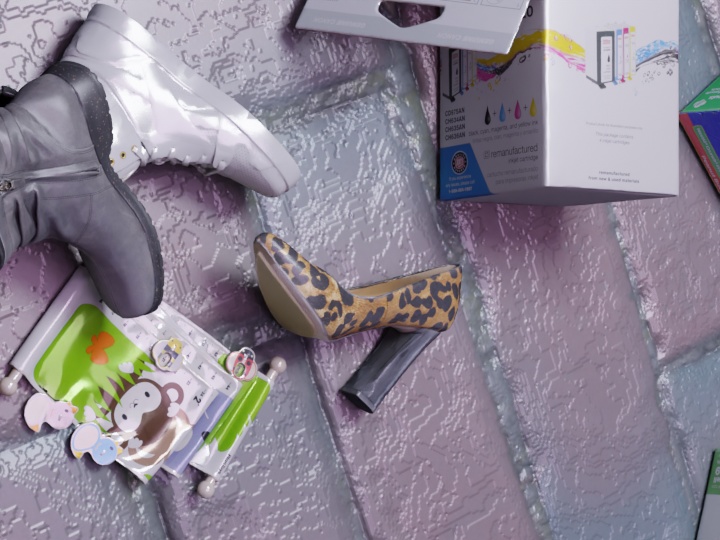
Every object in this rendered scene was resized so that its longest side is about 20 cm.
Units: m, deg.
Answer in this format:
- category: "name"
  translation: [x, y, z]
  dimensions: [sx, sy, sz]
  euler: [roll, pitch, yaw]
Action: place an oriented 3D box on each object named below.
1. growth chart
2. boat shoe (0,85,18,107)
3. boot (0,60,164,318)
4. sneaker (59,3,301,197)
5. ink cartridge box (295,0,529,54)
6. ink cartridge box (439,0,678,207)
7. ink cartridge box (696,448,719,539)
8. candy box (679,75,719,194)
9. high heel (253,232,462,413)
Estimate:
- category: "growth chart"
  translation: [-0.161, 0.084, 1.391]
  dimensions: [0.200, 0.018, 0.145]
  euler: [34, 70, -26]
- category: "boat shoe"
  translation: [-0.283, -0.035, 1.288]
  dimensions: [0.072, 0.068, 0.201]
  euler: [28, 75, -31]
- category: "boot"
  translation: [-0.215, -0.031, 1.282]
  dimensions: [0.132, 0.070, 0.201]
  euler: [-44, 123, -44]
- category: "sneaker"
  translation: [-0.148, -0.090, 1.380]
  dimensions: [0.200, 0.074, 0.116]
  euler: [37, 70, -16]
- category: "ink cartridge box"
  translation: [0.068, -0.242, 1.451]
  dimensions: [0.044, 0.199, 0.174]
  euler: [43, 64, -53]
- category: "ink cartridge box"
  translation: [0.161, -0.159, 1.537]
  dimensions: [0.144, 0.147, 0.201]
  euler: [2, 87, -33]
- category: "ink cartridge box"
  translation: [0.378, 0.275, 1.698]
  dimensions: [0.145, 0.087, 0.201]
  euler: [21, 75, -31]
- category: "candy box"
  translation: [0.412, -0.131, 1.744]
  dimensions: [0.200, 0.077, 0.169]
  euler: [-41, 111, -29]
- category: "high heel"
  translation: [0.000, 0.000, 1.463]
  dimensions: [0.143, 0.071, 0.200]
  euler: [-51, 130, -18]
